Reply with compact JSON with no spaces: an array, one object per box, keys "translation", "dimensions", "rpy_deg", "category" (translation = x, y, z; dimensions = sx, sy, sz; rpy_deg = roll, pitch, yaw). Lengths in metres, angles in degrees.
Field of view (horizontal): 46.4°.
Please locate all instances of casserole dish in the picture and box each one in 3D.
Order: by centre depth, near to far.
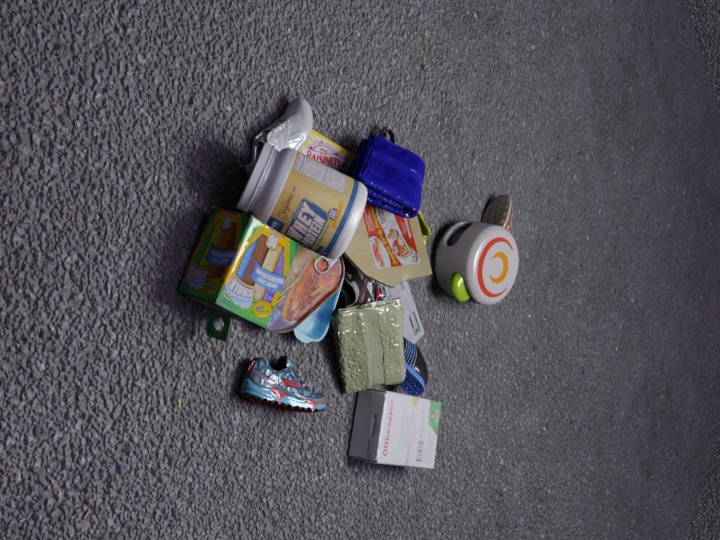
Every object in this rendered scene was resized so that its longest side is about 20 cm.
[{"translation":[-0.096,0.041,1.627],"dimensions":[0.121,0.038,0.203],"rpy_deg":[36,63,-42],"category":"casserole dish"}]

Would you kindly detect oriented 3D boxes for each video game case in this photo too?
[{"translation":[0.055,0.100,1.809],"dimensions":[0.182,0.022,0.203],"rpy_deg":[-41,120,-40],"category":"video game case"}]

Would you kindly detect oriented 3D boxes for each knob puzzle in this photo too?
[{"translation":[0.033,-0.061,1.611],"dimensions":[0.216,0.030,0.224],"rpy_deg":[11,68,-29],"category":"knob puzzle"}]

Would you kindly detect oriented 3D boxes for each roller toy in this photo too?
[{"translation":[0.269,-0.020,1.961],"dimensions":[0.198,0.138,0.186],"rpy_deg":[7,94,-42],"category":"roller toy"}]

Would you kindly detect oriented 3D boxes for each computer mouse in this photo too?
[{"translation":[0.022,-0.229,1.737],"dimensions":[0.058,0.034,0.201],"rpy_deg":[36,49,-4],"category":"computer mouse"}]

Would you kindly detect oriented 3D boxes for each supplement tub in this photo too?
[{"translation":[-0.101,-0.122,1.456],"dimensions":[0.197,0.145,0.147],"rpy_deg":[24,69,-11],"category":"supplement tub"}]

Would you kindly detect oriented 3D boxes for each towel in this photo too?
[{"translation":[0.057,-0.189,1.634],"dimensions":[0.145,0.050,0.201],"rpy_deg":[21,36,-6],"category":"towel"},{"translation":[0.020,0.153,1.681],"dimensions":[0.145,0.037,0.204],"rpy_deg":[-11,119,-11],"category":"towel"}]

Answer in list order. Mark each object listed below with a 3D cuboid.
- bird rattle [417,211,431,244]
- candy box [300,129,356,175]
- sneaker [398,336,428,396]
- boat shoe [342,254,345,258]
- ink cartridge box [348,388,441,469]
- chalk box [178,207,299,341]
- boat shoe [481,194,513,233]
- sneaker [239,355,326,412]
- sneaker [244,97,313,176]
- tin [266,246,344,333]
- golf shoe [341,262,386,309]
[{"translation":[0.069,-0.102,1.760],"dimensions":[0.110,0.201,0.166],"rpy_deg":[1,125,-13],"category":"bird rattle"},{"translation":[-0.069,-0.207,1.666],"dimensions":[0.198,0.026,0.104],"rpy_deg":[23,69,-46],"category":"candy box"},{"translation":[0.081,0.172,1.782],"dimensions":[0.202,0.069,0.078],"rpy_deg":[58,30,-25],"category":"sneaker"},{"translation":[-0.037,-0.057,1.611],"dimensions":[0.198,0.071,0.069],"rpy_deg":[17,64,-37],"category":"boat shoe"},{"translation":[0.076,0.337,1.784],"dimensions":[0.198,0.086,0.148],"rpy_deg":[20,75,-48],"category":"ink cartridge box"},{"translation":[-0.214,0.016,1.420],"dimensions":[0.123,0.123,0.203],"rpy_deg":[32,75,-43],"category":"chalk box"},{"translation":[0.341,-0.089,2.099],"dimensions":[0.071,0.075,0.204],"rpy_deg":[26,80,-48],"category":"boat shoe"},{"translation":[-0.131,0.209,1.558],"dimensions":[0.198,0.078,0.098],"rpy_deg":[24,71,-46],"category":"sneaker"},{"translation":[-0.148,-0.241,1.546],"dimensions":[0.080,0.070,0.203],"rpy_deg":[37,64,-38],"category":"sneaker"},{"translation":[-0.119,0.028,1.544],"dimensions":[0.199,0.042,0.113],"rpy_deg":[-40,103,-14],"category":"tin"},{"translation":[0.000,0.000,1.699],"dimensions":[0.087,0.077,0.204],"rpy_deg":[4,71,-28],"category":"golf shoe"}]
